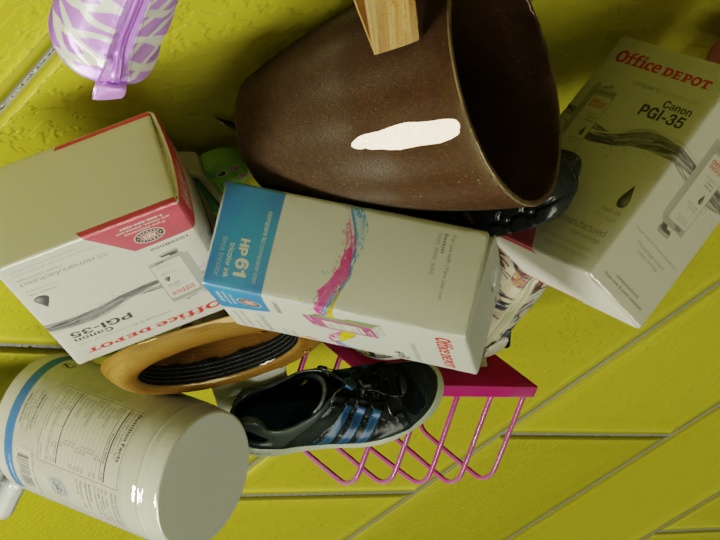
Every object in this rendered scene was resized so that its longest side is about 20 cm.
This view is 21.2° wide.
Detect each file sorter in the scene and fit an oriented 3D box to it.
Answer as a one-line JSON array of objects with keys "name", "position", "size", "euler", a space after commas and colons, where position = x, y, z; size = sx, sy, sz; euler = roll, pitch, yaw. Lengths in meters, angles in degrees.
[{"name": "file sorter", "position": [0.043, 0.134, 1.906], "size": [0.200, 0.139, 0.126], "euler": [4, 113, -41]}]

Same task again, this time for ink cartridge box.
[{"name": "ink cartridge box", "position": [-0.002, 0.007, 1.429], "size": [0.200, 0.085, 0.145], "euler": [10, 168, 10]}, {"name": "ink cartridge box", "position": [0.212, -0.074, 1.517], "size": [0.200, 0.146, 0.083], "euler": [-53, 127, -7]}, {"name": "ink cartridge box", "position": [-0.184, -0.020, 1.442], "size": [0.146, 0.083, 0.200], "euler": [-21, 155, 2]}]

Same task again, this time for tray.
[{"name": "tray", "position": [0.002, -0.230, 1.209], "size": [0.037, 0.099, 0.200], "euler": [-19, 156, -2]}]

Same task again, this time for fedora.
[{"name": "fedora", "position": [-0.124, 0.040, 1.606], "size": [0.200, 0.082, 0.201], "euler": [-12, 162, -4]}]

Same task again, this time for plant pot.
[{"name": "plant pot", "position": [0.017, -0.118, 1.392], "size": [0.200, 0.187, 0.187], "euler": [-12, 161, 26]}]

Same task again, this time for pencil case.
[{"name": "pencil case", "position": [-0.137, -0.197, 1.197], "size": [0.084, 0.086, 0.200], "euler": [-9, 155, -25]}, {"name": "pencil case", "position": [0.140, 0.009, 1.831], "size": [0.078, 0.090, 0.200], "euler": [-8, 153, -24]}]

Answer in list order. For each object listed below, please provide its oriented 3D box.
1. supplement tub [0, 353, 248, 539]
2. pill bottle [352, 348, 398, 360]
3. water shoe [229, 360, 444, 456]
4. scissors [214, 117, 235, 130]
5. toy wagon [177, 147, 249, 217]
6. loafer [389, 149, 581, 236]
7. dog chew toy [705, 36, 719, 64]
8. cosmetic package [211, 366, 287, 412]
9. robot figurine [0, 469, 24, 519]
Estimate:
[{"name": "supplement tub", "position": [-0.214, 0.158, 1.707], "size": [0.200, 0.132, 0.132], "euler": [16, 174, 32]}, {"name": "pill bottle", "position": [0.000, 0.000, 1.678], "size": [0.112, 0.113, 0.200], "euler": [-24, 155, 10]}, {"name": "water shoe", "position": [-0.018, 0.120, 1.723], "size": [0.200, 0.072, 0.079], "euler": [-15, 157, -9]}, {"name": "scissors", "position": [-0.037, -0.097, 1.554], "size": [0.200, 0.073, 0.014], "euler": [31, 140, -30]}, {"name": "toy wagon", "position": [-0.168, -0.054, 1.531], "size": [0.200, 0.040, 0.155], "euler": [-22, 156, 7]}, {"name": "loafer", "position": [0.082, -0.052, 1.495], "size": [0.200, 0.068, 0.070], "euler": [-14, -162, 36]}, {"name": "dog chew toy", "position": [0.343, -0.158, 1.595], "size": [0.200, 0.125, 0.124], "euler": [-26, 156, 33]}, {"name": "cosmetic package", "position": [-0.109, 0.088, 1.799], "size": [0.071, 0.101, 0.200], "euler": [-17, 156, -5]}, {"name": "robot figurine", "position": [-0.395, 0.186, 1.783], "size": [0.170, 0.113, 0.200], "euler": [22, 142, -13]}]
